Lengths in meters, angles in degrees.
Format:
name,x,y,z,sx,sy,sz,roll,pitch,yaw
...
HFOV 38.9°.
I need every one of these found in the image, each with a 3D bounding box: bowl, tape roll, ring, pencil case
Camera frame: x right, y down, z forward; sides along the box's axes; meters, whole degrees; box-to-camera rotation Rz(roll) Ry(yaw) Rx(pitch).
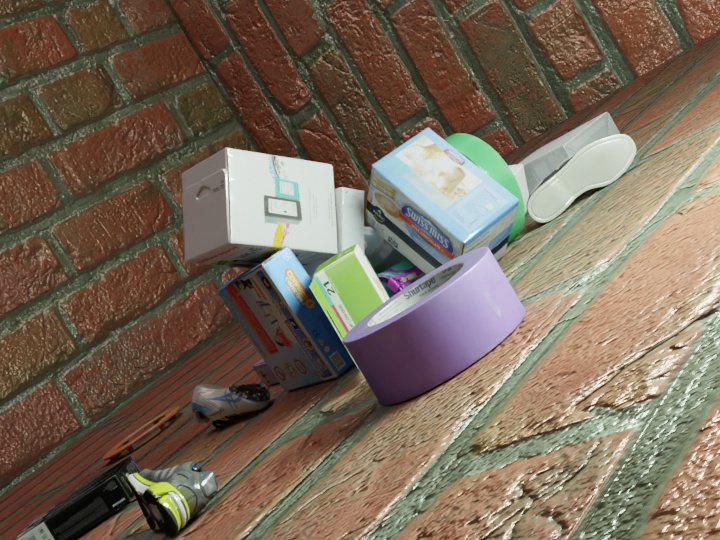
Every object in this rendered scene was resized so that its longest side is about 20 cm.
name,x,y,z,sx,sy,sz,roll,pitch,yaw
bowl,0.000,0.000,1.739,0.197,0.106,0.202,-13,31,8
tape roll,0.083,0.062,1.163,0.198,0.086,0.200,-32,5,3
tape roll,0.184,-0.126,1.688,0.048,0.202,0.200,-35,5,-25
ring,-0.482,0.364,2.258,0.199,0.019,0.200,-34,5,3
pencil case,0.112,-0.004,1.640,0.199,0.085,0.093,-36,-10,-28

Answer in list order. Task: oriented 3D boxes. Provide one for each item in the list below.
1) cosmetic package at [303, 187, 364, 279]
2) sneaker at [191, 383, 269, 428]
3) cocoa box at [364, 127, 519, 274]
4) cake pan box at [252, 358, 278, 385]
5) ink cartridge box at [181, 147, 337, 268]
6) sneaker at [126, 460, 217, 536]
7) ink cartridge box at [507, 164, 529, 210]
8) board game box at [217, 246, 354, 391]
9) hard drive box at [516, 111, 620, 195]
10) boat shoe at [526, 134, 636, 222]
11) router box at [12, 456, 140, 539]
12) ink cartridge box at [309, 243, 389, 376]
name,x,y,z,sx,sy,sz,roll,pitch,yaw
cosmetic package,-0.070,-0.043,1.665,0.051,0.154,0.199,7,-9,-37
sneaker,-0.213,0.225,1.693,0.071,0.074,0.198,1,-6,-40
cocoa box,0.121,-0.092,1.561,0.133,0.200,0.132,-35,-26,-28
cake pan box,-0.079,0.126,1.804,0.183,0.053,0.199,-38,6,-28
ink cartridge box,-0.158,-0.089,1.583,0.198,0.149,0.146,5,-14,-38
sneaker,-0.227,0.272,1.246,0.080,0.075,0.199,-27,9,-25
ink cartridge box,0.198,-0.128,1.877,0.197,0.086,0.146,-6,20,24
board game box,-0.113,0.080,1.566,0.056,0.201,0.195,-37,7,-29
hard drive box,0.383,-0.206,1.951,0.155,0.077,0.199,-35,6,-33
boat shoe,0.354,-0.151,1.650,0.199,0.074,0.060,-40,7,13
router box,-0.446,0.381,1.617,0.198,0.052,0.149,-33,3,-2
ink cartridge box,-0.001,0.053,1.424,0.075,0.149,0.200,-30,6,4
